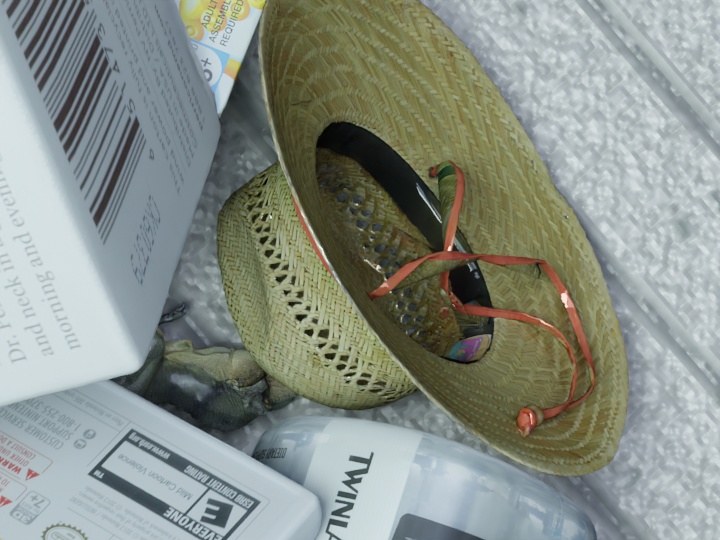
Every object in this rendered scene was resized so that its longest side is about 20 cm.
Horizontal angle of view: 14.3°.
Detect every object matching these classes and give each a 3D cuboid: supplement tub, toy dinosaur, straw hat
[{"bbox_3d":[-0.005,0.158,0.939,0.122,0.123,0.200,20,73,-6],"label":"supplement tub"},{"bbox_3d":[-0.117,0.009,0.994,0.200,0.047,0.088,3,83,-8],"label":"toy dinosaur"},{"bbox_3d":[0.000,0.000,0.987,0.085,0.201,0.201,-30,82,28],"label":"straw hat"}]

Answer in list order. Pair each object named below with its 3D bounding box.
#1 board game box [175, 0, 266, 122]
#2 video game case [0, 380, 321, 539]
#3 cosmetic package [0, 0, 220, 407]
[{"bbox_3d":[-0.130,-0.121,0.989,0.200,0.105,0.103,22,74,-5],"label":"board game box"},{"bbox_3d":[-0.144,0.089,0.887,0.200,0.023,0.182,27,53,22],"label":"video game case"},{"bbox_3d":[-0.169,-0.053,0.856,0.200,0.165,0.165,-13,116,14],"label":"cosmetic package"}]
